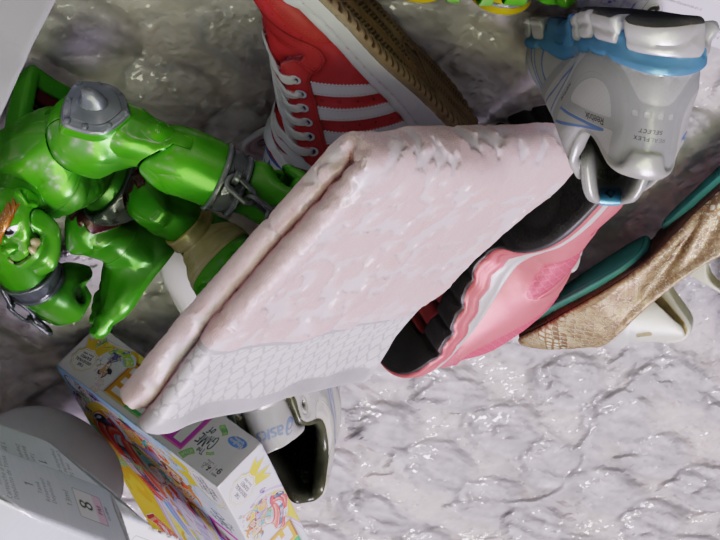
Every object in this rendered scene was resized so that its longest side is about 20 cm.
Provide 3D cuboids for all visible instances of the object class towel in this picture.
[{"bbox_3d":[0.000,0.000,1.087,0.191,0.032,0.200,-47,160,27],"label":"towel"}]

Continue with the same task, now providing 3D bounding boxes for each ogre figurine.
[{"bbox_3d":[-0.129,-0.032,1.086,0.120,0.098,0.200,36,162,-28],"label":"ogre figurine"}]

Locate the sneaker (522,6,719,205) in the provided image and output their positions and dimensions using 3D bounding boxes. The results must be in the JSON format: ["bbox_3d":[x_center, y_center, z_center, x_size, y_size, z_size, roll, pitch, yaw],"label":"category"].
[{"bbox_3d":[0.112,-0.075,1.050,0.075,0.200,0.087,5,94,-2],"label":"sneaker"}]

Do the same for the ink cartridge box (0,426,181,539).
[{"bbox_3d":[-0.189,0.164,1.184,0.163,0.057,0.200,-47,138,19],"label":"ink cartridge box"}]

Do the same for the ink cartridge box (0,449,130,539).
[{"bbox_3d":[-0.232,0.143,1.066,0.163,0.057,0.200,-45,138,18],"label":"ink cartridge box"}]

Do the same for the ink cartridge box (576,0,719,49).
[{"bbox_3d":[0.197,-0.187,1.050,0.119,0.042,0.200,13,136,-27],"label":"ink cartridge box"}]

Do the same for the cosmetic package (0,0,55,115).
[{"bbox_3d":[-0.202,-0.046,0.966,0.074,0.102,0.201,27,91,-13],"label":"cosmetic package"}]

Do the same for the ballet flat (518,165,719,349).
[{"bbox_3d":[0.173,0.000,1.227,0.200,0.071,0.065,-38,93,27],"label":"ballet flat"}]

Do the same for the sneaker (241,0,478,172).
[{"bbox_3d":[-0.028,-0.081,1.082,0.112,0.071,0.200,-31,139,14],"label":"sneaker"}]

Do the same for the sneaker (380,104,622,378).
[{"bbox_3d":[0.087,-0.020,1.203,0.087,0.074,0.200,2,140,-50],"label":"sneaker"}]

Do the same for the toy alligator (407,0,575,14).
[{"bbox_3d":[0.075,-0.139,1.023,0.199,0.054,0.059,8,133,-2],"label":"toy alligator"}]

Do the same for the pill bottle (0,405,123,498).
[{"bbox_3d":[-0.207,0.171,1.284,0.112,0.113,0.200,10,133,-26],"label":"pill bottle"}]

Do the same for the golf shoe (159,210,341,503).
[{"bbox_3d":[-0.049,0.044,1.200,0.078,0.097,0.200,-19,138,8],"label":"golf shoe"}]

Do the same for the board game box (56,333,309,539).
[{"bbox_3d":[-0.083,0.129,1.261,0.034,0.134,0.200,-45,143,-19],"label":"board game box"}]
